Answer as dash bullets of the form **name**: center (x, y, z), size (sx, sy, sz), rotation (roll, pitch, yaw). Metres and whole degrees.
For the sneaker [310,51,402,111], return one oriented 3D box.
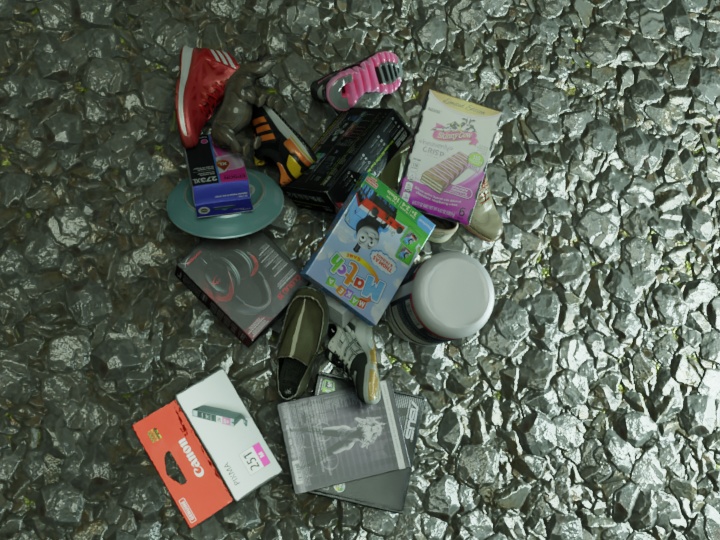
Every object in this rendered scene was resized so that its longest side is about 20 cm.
- **sneaker**: center (-0.009, -0.345, 1.798), size (0.199, 0.095, 0.080), rotation (-26, 114, -37)

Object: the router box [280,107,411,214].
- **router box**: center (-0.026, -0.191, 1.718), size (0.201, 0.149, 0.062), rotation (-52, 124, -17)

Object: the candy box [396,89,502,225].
- **candy box**: center (0.149, -0.192, 1.703), size (0.135, 0.061, 0.202), rotation (16, 93, -3)

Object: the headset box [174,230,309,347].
- **headset box**: center (-0.191, 0.019, 1.679), size (0.200, 0.075, 0.149), rotation (45, 72, 0)

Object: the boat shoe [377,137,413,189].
- **boat shoe**: center (0.078, -0.202, 1.781), size (0.199, 0.068, 0.076), rotation (-27, 117, -37)

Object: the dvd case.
- **dvd case**: center (-0.028, 0.272, 1.642), size (0.198, 0.016, 0.150), rotation (-11, 79, -13)

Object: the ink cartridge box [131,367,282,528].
- **ink cartridge box**: center (-0.251, 0.289, 1.625), size (0.173, 0.044, 0.201), rotation (-30, 86, -18)

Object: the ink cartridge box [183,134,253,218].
- **ink cartridge box**: center (-0.241, -0.164, 1.670), size (0.094, 0.037, 0.201), rotation (-8, 43, -11)

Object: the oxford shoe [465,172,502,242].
- **oxford shoe**: center (0.202, -0.137, 1.780), size (0.070, 0.075, 0.201), rotation (-45, 108, -28)

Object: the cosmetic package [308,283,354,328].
- **cosmetic package**: center (0.000, 0.000, 1.708), size (0.082, 0.051, 0.200), rotation (33, 62, 20)

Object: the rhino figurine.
- **rhino figurine**: center (-0.194, -0.292, 1.684), size (0.087, 0.060, 0.202), rotation (15, 83, 21)

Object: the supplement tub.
- **supplement tub**: center (0.128, 0.052, 1.669), size (0.139, 0.200, 0.142), rotation (3, 80, -15)

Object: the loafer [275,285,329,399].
- **loafer**: center (-0.097, 0.126, 1.635), size (0.074, 0.070, 0.202), rotation (10, 106, 2)

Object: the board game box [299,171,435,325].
- **board game box**: center (0.014, -0.035, 1.636), size (0.151, 0.037, 0.201), rotation (36, 76, -19)

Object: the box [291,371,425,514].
- **box**: center (-0.002, 0.290, 1.675), size (0.191, 0.048, 0.202), rotation (15, 76, -6)

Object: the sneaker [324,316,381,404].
- **sneaker**: center (-0.015, 0.151, 1.657), size (0.087, 0.076, 0.201), rotation (-8, 36, -1)

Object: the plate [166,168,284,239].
- **plate**: center (-0.227, -0.123, 1.667), size (0.197, 0.026, 0.201), rotation (0, 40, 0)

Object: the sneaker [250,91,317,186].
- **sneaker**: center (-0.165, -0.231, 1.727), size (0.090, 0.070, 0.200), rotation (-44, 66, 3)

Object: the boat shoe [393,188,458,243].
- **boat shoe**: center (0.079, -0.109, 1.769), size (0.198, 0.065, 0.073), rotation (23, 74, -6)

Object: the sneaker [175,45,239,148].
- **sneaker**: center (-0.255, -0.303, 1.714), size (0.114, 0.079, 0.202), rotation (-2, 68, -2)
